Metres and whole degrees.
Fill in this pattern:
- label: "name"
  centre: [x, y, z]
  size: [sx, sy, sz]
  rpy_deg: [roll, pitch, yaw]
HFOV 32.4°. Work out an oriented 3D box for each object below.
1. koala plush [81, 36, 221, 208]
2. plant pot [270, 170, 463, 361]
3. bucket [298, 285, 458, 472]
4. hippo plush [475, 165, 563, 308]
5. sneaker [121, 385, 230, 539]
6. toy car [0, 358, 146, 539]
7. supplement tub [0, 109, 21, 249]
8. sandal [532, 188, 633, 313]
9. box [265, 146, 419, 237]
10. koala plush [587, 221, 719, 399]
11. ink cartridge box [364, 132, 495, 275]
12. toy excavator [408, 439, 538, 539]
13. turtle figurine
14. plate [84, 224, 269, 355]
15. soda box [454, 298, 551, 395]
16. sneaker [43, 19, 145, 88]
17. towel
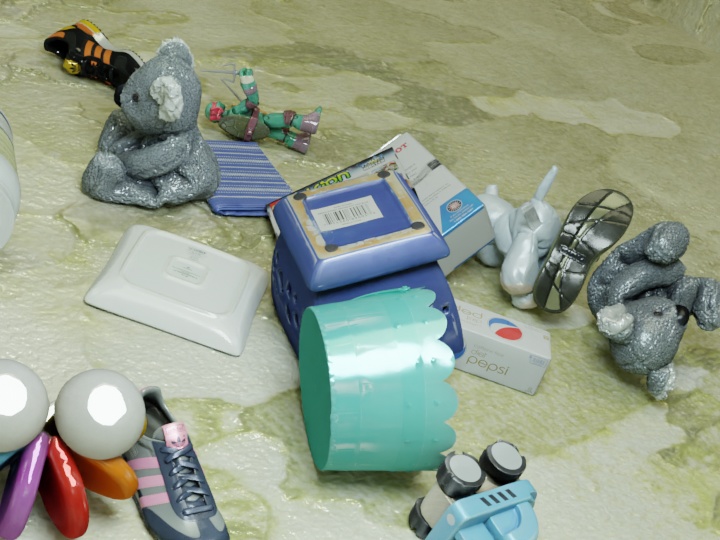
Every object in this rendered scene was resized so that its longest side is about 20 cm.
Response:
- label: "koala plush"
  centre: [-0.268, -0.205, 1.684]
  size: [0.183, 0.201, 0.178]
  rpy_deg: [11, 30, -6]
- label: "plant pot"
  centre: [0.000, 0.000, 1.497]
  size: [0.199, 0.180, 0.200]
  rpy_deg: [-14, 40, -11]
- label: "bucket"
  centre: [0.013, 0.122, 1.345]
  size: [0.134, 0.208, 0.207]
  rpy_deg: [-3, 35, -13]
- label: "hippo plush"
  centre: [0.210, -0.042, 1.808]
  size: [0.160, 0.200, 0.159]
  rpy_deg: [17, 60, 39]
- label: "sneaker"
  centre: [-0.185, 0.197, 1.215]
  size: [0.070, 0.082, 0.200]
  rpy_deg: [-7, 40, -40]
- label: "toy car"
  centre: [-0.297, 0.173, 1.141]
  size: [0.199, 0.175, 0.151]
  rpy_deg: [8, 69, -22]
- label: "supplement tub"
  centre: [-0.479, -0.113, 1.469]
  size: [0.144, 0.145, 0.200]
  rpy_deg: [6, 33, -25]
- label: "sandal"
  centre: [0.307, -0.031, 1.752]
  size: [0.080, 0.201, 0.057]
  rpy_deg: [36, -1, 6]
- label: "box"
  centre: [-0.026, -0.091, 1.718]
  size: [0.199, 0.035, 0.110]
  rpy_deg: [-24, 39, 1]
- label: "koala plush"
  centre: [0.392, 0.071, 1.708]
  size: [0.177, 0.183, 0.200]
  rpy_deg: [50, 35, -22]
- label: "ink cartridge box"
  centre: [0.073, -0.084, 1.768]
  size: [0.144, 0.084, 0.200]
  rpy_deg: [-36, 51, -7]
- label: "toy excavator"
  centre: [0.128, 0.291, 1.264]
  size: [0.194, 0.100, 0.200]
  rpy_deg: [-9, 50, -40]
- label: "turtle figurine"
  centre: [-0.167, -0.246, 1.940]
  size: [0.199, 0.101, 0.150]
  rpy_deg: [17, -11, -11]
- label: "plate"
  centre: [-0.220, 0.012, 1.547]
  size: [0.199, 0.032, 0.200]
  rpy_deg: [19, 29, -3]
- label: "soda box"
  centre: [0.147, 0.090, 1.622]
  size: [0.199, 0.064, 0.068]
  rpy_deg: [20, 30, -3]
- label: "sneaker"
  centre: [-0.414, -0.319, 1.940]
  size: [0.090, 0.070, 0.200]
  rpy_deg: [-29, 55, -36]
- label: "towel"
  centre: [-0.182, -0.136, 1.827]
  size: [0.144, 0.024, 0.200]
  rpy_deg: [0, 34, -30]
